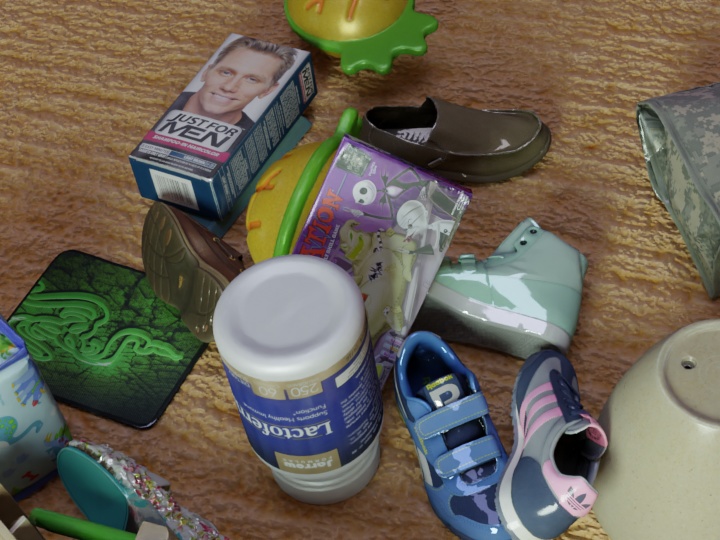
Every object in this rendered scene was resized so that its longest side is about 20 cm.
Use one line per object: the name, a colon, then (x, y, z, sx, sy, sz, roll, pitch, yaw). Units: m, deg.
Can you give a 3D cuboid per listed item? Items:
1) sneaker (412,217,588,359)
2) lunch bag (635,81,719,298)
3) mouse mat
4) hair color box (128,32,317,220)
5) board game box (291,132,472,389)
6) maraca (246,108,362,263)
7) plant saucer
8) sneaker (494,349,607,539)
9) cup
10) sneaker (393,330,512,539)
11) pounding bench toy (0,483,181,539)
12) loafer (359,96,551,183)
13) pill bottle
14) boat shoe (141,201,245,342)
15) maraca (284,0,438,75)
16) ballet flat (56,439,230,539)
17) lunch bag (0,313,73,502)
sneaker: (0.103, 0.001, 1.213, 0.200, 0.074, 0.118, 18, 60, 11)
lunch bag: (0.357, -0.095, 1.233, 0.163, 0.118, 0.201, -15, 53, -3)
mouse mat: (-0.238, 0.059, 1.261, 0.199, 0.008, 0.161, 15, 53, 22)
hair color box: (-0.135, -0.148, 1.368, 0.100, 0.061, 0.200, 17, 53, 22)
board game box: (0.000, 0.000, 1.146, 0.120, 0.201, 0.032, 24, 13, -1)
maraca: (-0.039, -0.063, 1.245, 0.107, 0.137, 0.200, 22, 46, 7)
plant saucer: (-0.129, -0.100, 1.377, 0.070, 0.019, 0.200, 20, 56, 24)
sneaker: (0.163, 0.127, 1.069, 0.082, 0.070, 0.200, -34, 25, 33)
cup: (0.273, 0.119, 1.040, 0.199, 0.144, 0.201, -4, 48, 5)
sneaker: (0.075, 0.134, 1.098, 0.074, 0.082, 0.200, -21, 52, -11)
pounding bench toy: (-0.246, 0.230, 1.023, 0.200, 0.124, 0.156, -40, 55, -18)
loafer: (0.088, -0.130, 1.336, 0.199, 0.068, 0.076, -6, 48, 3)
pill bottle: (-0.042, 0.092, 1.073, 0.115, 0.200, 0.116, -5, 48, 6)
boat shoe: (-0.145, 0.003, 1.257, 0.067, 0.072, 0.200, 5, 27, -36)
maraca: (-0.002, -0.275, 1.450, 0.137, 0.107, 0.200, -31, 51, -9)
ballet flat: (-0.165, 0.202, 1.096, 0.200, 0.076, 0.064, 38, 33, 29)
lunch bag: (-0.354, 0.130, 1.107, 0.200, 0.170, 0.127, -34, 53, -18)
